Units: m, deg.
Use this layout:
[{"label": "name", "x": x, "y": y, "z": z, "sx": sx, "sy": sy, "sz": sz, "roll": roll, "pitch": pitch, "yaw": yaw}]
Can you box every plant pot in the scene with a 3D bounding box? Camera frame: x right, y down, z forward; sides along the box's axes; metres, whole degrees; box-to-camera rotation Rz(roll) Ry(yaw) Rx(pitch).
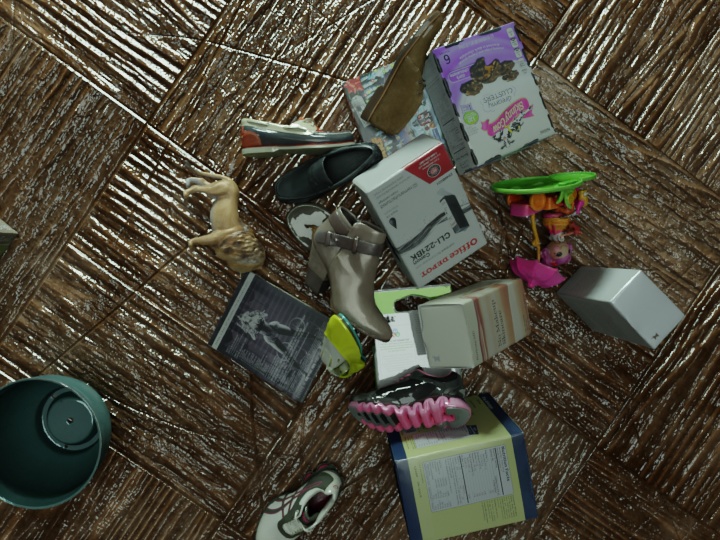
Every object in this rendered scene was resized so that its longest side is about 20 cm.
[{"label": "plant pot", "x": -0.499, "y": 0.261, "z": 0.908, "sx": 0.197, "sy": 0.134, "sz": 0.204, "roll": 0, "pitch": 93, "yaw": -3}]

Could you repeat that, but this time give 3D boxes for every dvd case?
[{"label": "dvd case", "x": -0.150, "y": 0.111, "z": 0.953, "sx": 0.198, "sy": 0.016, "sz": 0.150, "roll": 28, "pitch": 91, "yaw": 12}]

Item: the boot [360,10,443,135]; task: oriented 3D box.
[{"label": "boot", "x": 0.082, "y": -0.311, "z": 0.884, "sx": 0.075, "sy": 0.074, "sz": 0.201, "roll": 34, "pitch": 118, "yaw": -2}]

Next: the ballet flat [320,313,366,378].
[{"label": "ballet flat", "x": -0.031, "y": 0.134, "z": 0.898, "sx": 0.067, "sy": 0.200, "sz": 0.067, "roll": -38, "pitch": 67, "yaw": -10}]

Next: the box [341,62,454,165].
[{"label": "box", "x": 0.064, "y": -0.251, "z": 0.962, "sx": 0.135, "sy": 0.040, "sz": 0.202, "roll": -22, "pitch": 93, "yaw": -1}]

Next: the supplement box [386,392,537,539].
[{"label": "supplement box", "x": 0.153, "y": 0.313, "z": 0.906, "sx": 0.197, "sy": 0.200, "sz": 0.136, "roll": -11, "pitch": 96, "yaw": -1}]

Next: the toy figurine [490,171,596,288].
[{"label": "toy figurine", "x": 0.323, "y": -0.065, "z": 0.957, "sx": 0.198, "sy": 0.150, "sz": 0.187, "roll": -15, "pitch": 108, "yaw": -26}]

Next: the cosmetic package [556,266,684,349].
[{"label": "cosmetic package", "x": 0.417, "y": 0.054, "z": 0.909, "sx": 0.101, "sy": 0.200, "sz": 0.071, "roll": 45, "pitch": 90, "yaw": -4}]

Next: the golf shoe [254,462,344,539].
[{"label": "golf shoe", "x": -0.113, "y": 0.422, "z": 0.957, "sx": 0.077, "sy": 0.088, "sz": 0.200, "roll": 44, "pitch": 91, "yaw": -5}]

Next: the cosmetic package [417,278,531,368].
[{"label": "cosmetic package", "x": 0.191, "y": 0.081, "z": 0.900, "sx": 0.199, "sy": 0.087, "sz": 0.105, "roll": -17, "pitch": 97, "yaw": -47}]

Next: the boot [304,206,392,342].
[{"label": "boot", "x": 0.000, "y": 0.000, "z": 0.884, "sx": 0.199, "sy": 0.070, "sz": 0.147, "roll": 35, "pitch": 108, "yaw": 12}]

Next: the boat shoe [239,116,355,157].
[{"label": "boat shoe", "x": -0.108, "y": -0.230, "z": 0.943, "sx": 0.197, "sy": 0.071, "sz": 0.064, "roll": -2, "pitch": 89, "yaw": 2}]

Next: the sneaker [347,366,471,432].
[{"label": "sneaker", "x": 0.078, "y": 0.203, "z": 0.895, "sx": 0.197, "sy": 0.096, "sz": 0.080, "roll": -4, "pitch": 137, "yaw": 12}]

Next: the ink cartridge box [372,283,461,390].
[{"label": "ink cartridge box", "x": 0.093, "y": 0.130, "z": 0.961, "sx": 0.145, "sy": 0.076, "sz": 0.203, "roll": -5, "pitch": 89, "yaw": -2}]

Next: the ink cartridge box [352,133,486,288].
[{"label": "ink cartridge box", "x": 0.100, "y": -0.095, "z": 0.910, "sx": 0.143, "sy": 0.084, "sz": 0.201, "roll": -33, "pitch": 119, "yaw": -2}]

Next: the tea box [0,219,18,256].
[{"label": "tea box", "x": -0.693, "y": -0.027, "z": 0.856, "sx": 0.133, "sy": 0.200, "sz": 0.197, "roll": 40, "pitch": 89, "yaw": -3}]

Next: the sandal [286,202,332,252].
[{"label": "sandal", "x": -0.050, "y": -0.038, "z": 0.955, "sx": 0.081, "sy": 0.055, "sz": 0.201, "roll": -37, "pitch": 87, "yaw": -1}]

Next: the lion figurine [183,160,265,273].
[{"label": "lion figurine", "x": -0.232, "y": -0.094, "z": 0.941, "sx": 0.121, "sy": 0.072, "sz": 0.203, "roll": -8, "pitch": 88, "yaw": -10}]

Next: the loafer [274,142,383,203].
[{"label": "loafer", "x": -0.059, "y": -0.166, "z": 0.925, "sx": 0.198, "sy": 0.070, "sz": 0.069, "roll": -19, "pitch": 87, "yaw": 13}]

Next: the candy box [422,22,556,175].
[{"label": "candy box", "x": 0.213, "y": -0.288, "z": 0.935, "sx": 0.166, "sy": 0.071, "sz": 0.202, "roll": -24, "pitch": 93, "yaw": -16}]
